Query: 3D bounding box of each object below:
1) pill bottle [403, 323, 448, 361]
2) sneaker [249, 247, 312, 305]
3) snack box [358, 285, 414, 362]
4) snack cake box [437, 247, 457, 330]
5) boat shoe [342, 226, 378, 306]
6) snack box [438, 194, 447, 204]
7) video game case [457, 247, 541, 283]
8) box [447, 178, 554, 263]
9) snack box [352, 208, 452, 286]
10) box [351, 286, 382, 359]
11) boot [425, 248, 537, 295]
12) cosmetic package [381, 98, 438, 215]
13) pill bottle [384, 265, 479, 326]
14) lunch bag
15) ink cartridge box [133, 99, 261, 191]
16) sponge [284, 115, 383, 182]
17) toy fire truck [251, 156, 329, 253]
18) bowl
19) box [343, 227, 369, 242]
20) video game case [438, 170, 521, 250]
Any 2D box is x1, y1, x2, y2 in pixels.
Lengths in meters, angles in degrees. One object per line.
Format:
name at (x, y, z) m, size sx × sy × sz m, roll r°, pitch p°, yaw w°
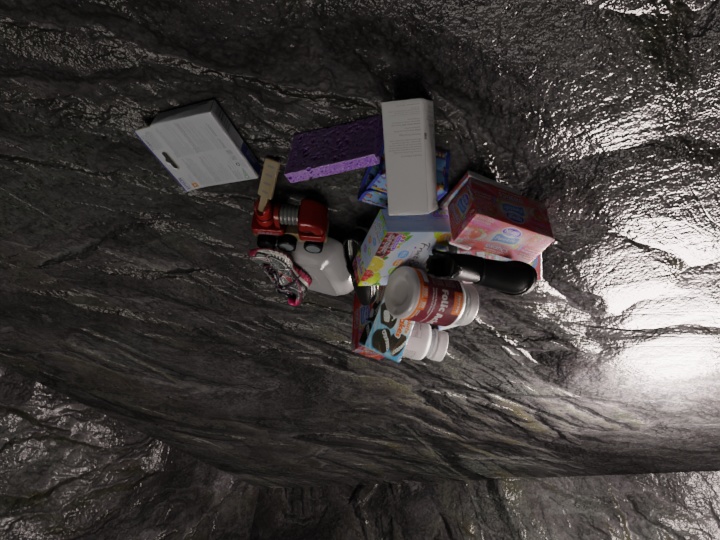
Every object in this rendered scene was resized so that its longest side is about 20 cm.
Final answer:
pill bottle at (0.150, 0.198, 1.831) m, size 0.196 × 0.116 × 0.115 m, roll 15°, pitch 146°, yaw -10°
sneaker at (-0.191, 0.011, 1.493) m, size 0.080 × 0.076 × 0.200 m, roll 1°, pitch 150°, yaw 42°
snack box at (0.082, 0.112, 1.556) m, size 0.115 × 0.203 × 0.037 m, roll 28°, pitch 168°, yaw -29°
snack cake box at (0.209, 0.048, 1.582) m, size 0.066 × 0.116 × 0.201 m, roll -14°, pitch 144°, yaw 2°
boat shoe at (-0.002, 0.000, 1.493) m, size 0.072 × 0.063 × 0.205 m, roll 9°, pitch 123°, yaw 27°
snack box at (0.165, -0.122, 1.430) m, size 0.198 × 0.025 × 0.071 m, roll -23°, pitch 138°, yaw 38°
video game case at (0.343, -0.017, 1.539) m, size 0.196 × 0.018 × 0.144 m, roll -2°, pitch 144°, yaw 15°
box at (0.291, -0.100, 1.308) m, size 0.197 × 0.104 × 0.095 m, roll 15°, pitch 140°, yaw -21°
snack box at (0.092, -0.048, 1.373) m, size 0.166 × 0.069 × 0.201 m, roll -1°, pitch 147°, yaw -24°
box at (0.043, 0.119, 1.654) m, size 0.094 × 0.203 × 0.099 m, roll 20°, pitch 146°, yaw -29°
boot at (0.245, 0.001, 1.307) m, size 0.160 × 0.075 × 0.197 m, roll 9°, pitch -176°, yaw -38°
cosmetic package at (0.093, -0.205, 1.146) m, size 0.080 × 0.113 × 0.204 m, roll -3°, pitch 101°, yaw 18°
pill bottle at (0.162, 0.063, 1.396) m, size 0.197 × 0.116 × 0.114 m, roll 11°, pitch 150°, yaw -33°
lunch bag at (0.084, -0.180, 1.326) m, size 0.148 × 0.096 × 0.200 m, roll 12°, pitch 159°, yaw -10°
ink cartridge box at (-0.341, -0.258, 1.328) m, size 0.196 × 0.041 × 0.200 m, roll -6°, pitch 144°, yaw 21°
sponge at (-0.050, -0.238, 1.227) m, size 0.197 × 0.113 × 0.030 m, roll -8°, pitch 142°, yaw 24°
toy fire truck at (-0.163, -0.143, 1.410) m, size 0.172 × 0.131 × 0.201 m, roll 5°, pitch 157°, yaw 5°
bowl at (-0.114, -0.011, 1.571) m, size 0.197 × 0.075 × 0.201 m, roll 14°, pitch 152°, yaw 27°
box at (0.051, -0.026, 1.578) m, size 0.082 × 0.050 × 0.199 m, roll -24°, pitch 135°, yaw 39°
video game case at (0.236, -0.126, 1.370) m, size 0.141 × 0.018 × 0.200 m, roll 16°, pitch 139°, yaw -23°
